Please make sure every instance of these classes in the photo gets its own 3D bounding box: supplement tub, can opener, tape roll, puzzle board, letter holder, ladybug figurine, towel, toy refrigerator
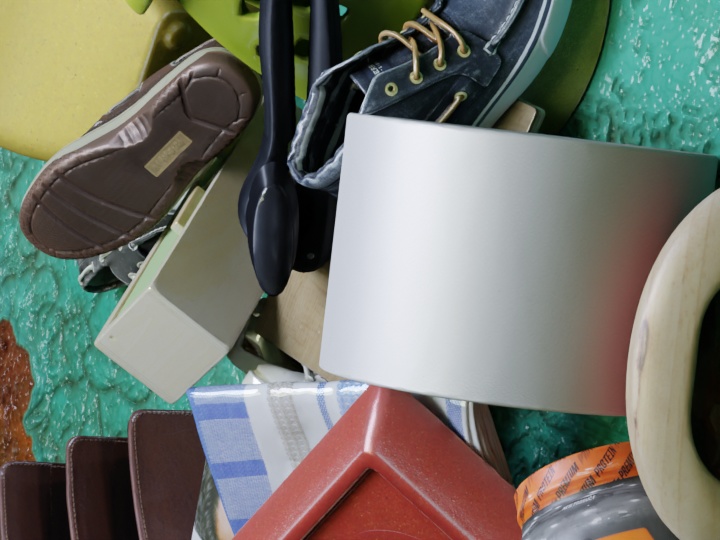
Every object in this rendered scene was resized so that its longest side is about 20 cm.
[{"bbox_3d":[0.148,0.198,1.505,0.122,0.122,0.201,-40,55,45],"label":"supplement tub"},{"bbox_3d":[-0.034,-0.087,1.694,0.079,0.063,0.201,-120,33,-64],"label":"can opener"},{"bbox_3d":[0.083,-0.004,1.550,0.202,0.202,0.140,10,95,55],"label":"tape roll"},{"bbox_3d":[0.022,-0.026,1.716,0.151,0.017,0.201,31,101,46],"label":"puzzle board"},{"bbox_3d":[-0.149,0.201,1.909,0.101,0.142,0.201,-40,55,46],"label":"letter holder"},{"bbox_3d":[0.194,0.045,1.459,0.072,0.135,0.201,-157,76,-77],"label":"ladybug figurine"},{"bbox_3d":[0.001,0.129,1.666,0.199,0.024,0.148,-2,117,32],"label":"towel"},{"bbox_3d":[-0.088,-0.019,1.813,0.076,0.070,0.200,-42,13,45],"label":"toy refrigerator"}]

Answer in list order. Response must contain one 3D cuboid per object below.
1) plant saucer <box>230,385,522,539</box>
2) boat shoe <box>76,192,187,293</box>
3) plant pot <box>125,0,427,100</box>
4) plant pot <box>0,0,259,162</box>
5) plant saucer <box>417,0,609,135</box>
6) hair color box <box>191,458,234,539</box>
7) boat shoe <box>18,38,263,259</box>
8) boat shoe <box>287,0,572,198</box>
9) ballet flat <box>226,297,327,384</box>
[{"bbox_3d":[0.030,0.186,1.645,0.200,0.037,0.200,42,132,2],"label":"plant saucer"},{"bbox_3d":[-0.139,-0.020,1.989,0.200,0.070,0.064,-16,73,62],"label":"boat shoe"},{"bbox_3d":[-0.049,-0.242,1.733,0.200,0.181,0.199,-59,25,29],"label":"plant pot"},{"bbox_3d":[-0.159,-0.162,1.933,0.200,0.194,0.196,41,119,37],"label":"plant pot"},{"bbox_3d":[0.073,-0.162,1.729,0.200,0.031,0.201,-10,78,54],"label":"plant saucer"},{"bbox_3d":[-0.025,0.160,1.809,0.200,0.060,0.100,25,107,54],"label":"hair color box"},{"bbox_3d":[-0.129,-0.079,1.816,0.202,0.075,0.075,-32,21,30],"label":"boat shoe"},{"bbox_3d":[0.041,-0.118,1.645,0.071,0.091,0.201,45,110,43],"label":"boat shoe"},{"bbox_3d":[-0.050,0.073,1.780,0.200,0.071,0.072,-113,39,-64],"label":"ballet flat"}]
